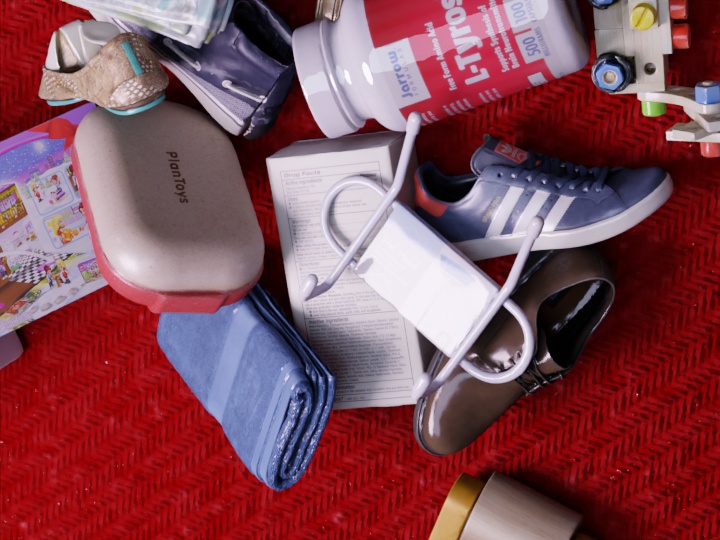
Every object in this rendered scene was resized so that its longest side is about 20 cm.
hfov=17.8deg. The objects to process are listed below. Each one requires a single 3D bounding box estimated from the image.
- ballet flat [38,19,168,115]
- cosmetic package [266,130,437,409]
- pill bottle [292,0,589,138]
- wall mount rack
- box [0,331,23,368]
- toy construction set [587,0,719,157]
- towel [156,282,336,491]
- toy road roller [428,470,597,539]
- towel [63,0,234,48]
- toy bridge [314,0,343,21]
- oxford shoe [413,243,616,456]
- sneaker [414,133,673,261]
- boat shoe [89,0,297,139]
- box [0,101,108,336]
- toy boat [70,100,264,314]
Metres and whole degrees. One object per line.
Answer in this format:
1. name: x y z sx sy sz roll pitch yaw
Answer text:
1. ballet flat: -0.200 -0.159 1.746 0.200 0.070 0.066 10 123 60
2. cosmetic package: 0.000 0.000 1.762 0.103 0.073 0.202 -4 102 19
3. pill bottle: 0.057 -0.168 1.665 0.198 0.112 0.113 -19 97 13
4. wall mount rack: 0.050 -0.011 1.651 0.200 0.074 0.174 41 113 14
5. box: -0.421 0.030 1.861 0.198 0.171 0.201 -20 96 23
6. toy construction set: 0.226 -0.181 1.635 0.130 0.092 0.202 -2 95 15
7. towel: -0.088 0.070 1.771 0.200 0.048 0.112 48 127 42
8. toy road roller: 0.088 0.269 1.761 0.122 0.146 0.201 26 111 10
9. towel: -0.156 -0.280 1.689 0.170 0.048 0.202 19 100 25
10. toy bridge: -0.023 -0.248 1.708 0.027 0.067 0.201 13 127 15
11. oxford shoe: 0.113 0.063 1.704 0.072 0.084 0.200 33 101 -28
12. sneaker: 0.128 -0.063 1.698 0.198 0.075 0.085 -12 109 21
13. boat shoe: -0.125 -0.197 1.740 0.200 0.075 0.093 40 140 -1
14. box: -0.269 -0.030 1.794 0.039 0.199 0.138 -11 104 64
15. toy boat: -0.157 -0.033 1.758 0.131 0.129 0.201 116 146 -43
